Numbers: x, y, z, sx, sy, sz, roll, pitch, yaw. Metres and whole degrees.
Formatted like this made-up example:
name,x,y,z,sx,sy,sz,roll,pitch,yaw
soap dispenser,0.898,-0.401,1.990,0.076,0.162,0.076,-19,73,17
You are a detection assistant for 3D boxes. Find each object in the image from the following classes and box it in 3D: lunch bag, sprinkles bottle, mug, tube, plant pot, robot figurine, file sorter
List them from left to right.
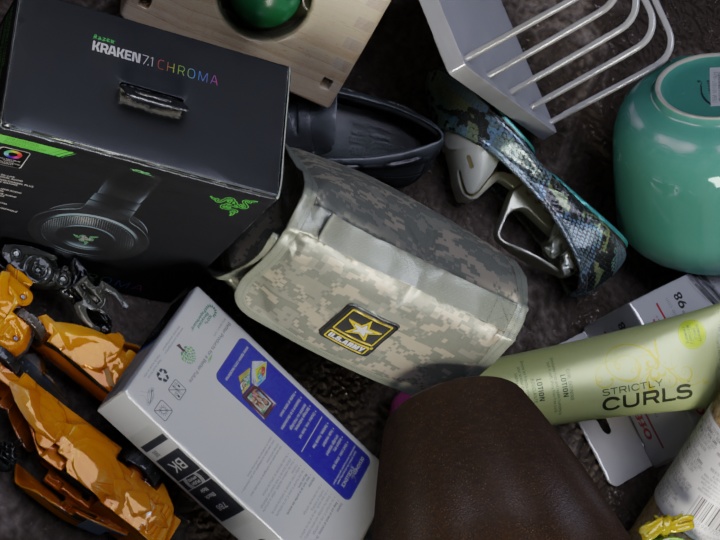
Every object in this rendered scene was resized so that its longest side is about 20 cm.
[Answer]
name,x,y,z,sx,sy,sz,roll,pitch,yaw
robot figurine,-0.180,0.080,1.150,0.200,0.058,0.146,40,57,-9
lunch bag,0.000,0.000,1.181,0.163,0.200,0.119,26,87,-16
plant pot,0.080,0.171,1.110,0.185,0.187,0.202,2,54,-26
file sorter,0.123,-0.201,1.314,0.200,0.124,0.140,20,45,-64
tube,0.177,0.071,1.294,0.198,0.058,0.052,-9,40,-4
mug,0.250,-0.095,1.378,0.151,0.115,0.185,-32,44,-25
sprinkles bottle,0.252,0.129,1.272,0.068,0.201,0.068,23,24,-11

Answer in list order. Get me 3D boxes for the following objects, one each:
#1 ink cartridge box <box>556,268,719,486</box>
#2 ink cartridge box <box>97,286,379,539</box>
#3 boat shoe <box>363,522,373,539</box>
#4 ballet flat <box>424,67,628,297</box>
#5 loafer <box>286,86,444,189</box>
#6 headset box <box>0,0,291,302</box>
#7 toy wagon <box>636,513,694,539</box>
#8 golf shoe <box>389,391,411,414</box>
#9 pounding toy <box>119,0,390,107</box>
name,x,y,z,sx,sy,sz,roll,pitch,yaw
ink cartridge box,0.246,0.064,1.370,0.199,0.067,0.117,-24,83,-33
ink cartridge box,-0.060,0.113,1.152,0.200,0.039,0.100,44,47,-11
boat shoe,-0.004,0.221,1.172,0.062,0.075,0.200,50,47,-5
ballet flat,0.107,-0.059,1.352,0.200,0.074,0.074,43,57,-2
loafer,-0.037,-0.103,1.288,0.199,0.070,0.069,10,67,-23
headset box,-0.154,-0.072,1.139,0.172,0.200,0.094,14,64,-22
toy wagon,0.219,0.260,1.254,0.153,0.040,0.202,-11,91,-10
golf shoe,0.081,0.166,1.247,0.075,0.092,0.200,-23,59,-33
pounding toy,-0.090,-0.194,1.249,0.183,0.143,0.201,22,31,-18
